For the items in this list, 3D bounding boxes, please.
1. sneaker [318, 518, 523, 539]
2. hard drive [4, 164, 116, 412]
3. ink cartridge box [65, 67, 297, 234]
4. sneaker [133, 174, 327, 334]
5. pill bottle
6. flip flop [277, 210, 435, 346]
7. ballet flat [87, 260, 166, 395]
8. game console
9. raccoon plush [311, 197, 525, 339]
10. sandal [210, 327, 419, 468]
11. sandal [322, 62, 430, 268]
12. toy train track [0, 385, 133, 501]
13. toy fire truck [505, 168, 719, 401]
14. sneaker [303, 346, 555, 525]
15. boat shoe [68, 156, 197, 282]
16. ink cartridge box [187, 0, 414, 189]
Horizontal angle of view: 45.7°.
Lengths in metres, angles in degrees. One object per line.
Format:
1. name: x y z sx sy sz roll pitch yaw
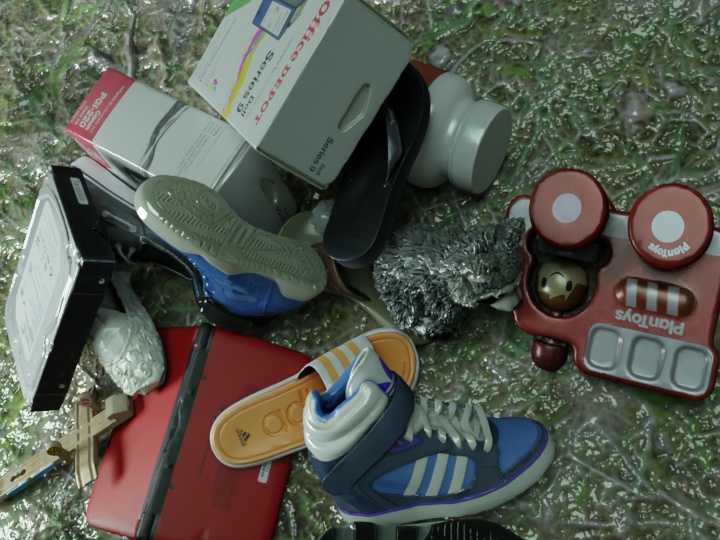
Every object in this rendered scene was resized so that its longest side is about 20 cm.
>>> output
1. sneaker: 0.054 0.244 0.701 0.196 0.089 0.075 10 63 -6
2. hard drive: -0.300 0.019 0.834 0.201 0.037 0.141 -59 45 32
3. ink cartridge box: -0.177 -0.102 0.867 0.198 0.146 0.086 26 74 25
4. sneaker: -0.135 -0.004 0.769 0.111 0.198 0.078 -35 48 32
5. pill bottle: 0.043 -0.150 0.841 0.198 0.112 0.113 25 77 24
6. flip flop: 0.000 0.000 0.820 0.199 0.058 0.081 36 84 25
7. ballet flat: -0.253 0.045 0.852 0.071 0.072 0.201 -36 48 0
8. game console: -0.154 0.164 0.823 0.169 0.119 0.203 18 72 -10
9. raccoon plush: 0.047 -0.018 0.732 0.197 0.134 0.098 23 62 0
10. sandal: -0.035 0.121 0.755 0.204 0.059 0.080 -26 88 -8
11. sandal: 0.013 -0.103 0.737 0.075 0.043 0.204 -2 66 33
12. toy train track: -0.311 0.177 0.841 0.198 0.033 0.116 -33 42 10
13. toy fire truck: 0.213 0.011 0.734 0.197 0.112 0.171 11 90 22
14. sneaker: 0.051 0.123 0.695 0.197 0.148 0.081 -17 26 6
15. boat shoe: -0.236 -0.037 0.876 0.199 0.072 0.068 36 63 6
16. ink cartridge box: -0.059 -0.183 0.758 0.147 0.087 0.200 -57 39 10
